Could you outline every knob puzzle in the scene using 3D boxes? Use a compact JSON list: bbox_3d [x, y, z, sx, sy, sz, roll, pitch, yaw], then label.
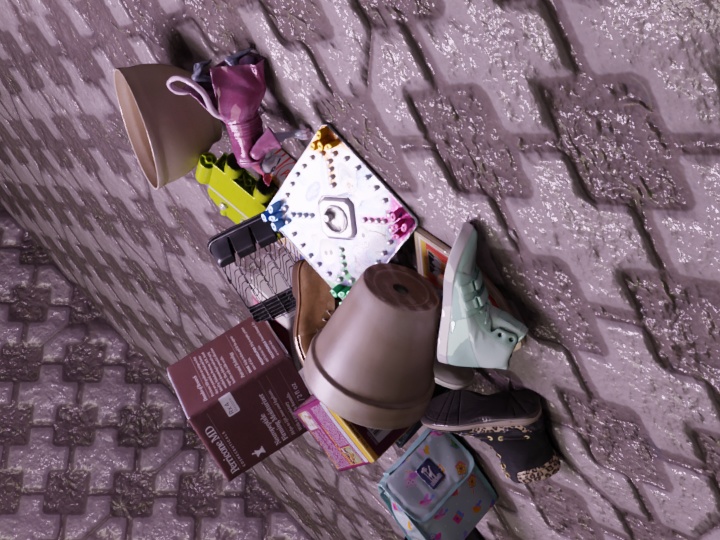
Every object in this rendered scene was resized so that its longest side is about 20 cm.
[{"bbox_3d":[0.149,0.053,1.454,0.219,0.030,0.221,41,156,23],"label":"knob puzzle"}]

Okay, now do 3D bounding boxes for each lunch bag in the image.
[{"bbox_3d":[0.131,0.393,1.842,0.121,0.170,0.202,18,145,54],"label":"lunch bag"}]

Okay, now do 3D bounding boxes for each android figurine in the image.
[{"bbox_3d":[-0.194,-0.119,1.683,0.181,0.041,0.200,40,156,-1],"label":"android figurine"}]

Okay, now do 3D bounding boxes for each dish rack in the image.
[{"bbox_3d":[-0.143,-0.003,1.660,0.201,0.151,0.055,64,-177,-49],"label":"dish rack"}]

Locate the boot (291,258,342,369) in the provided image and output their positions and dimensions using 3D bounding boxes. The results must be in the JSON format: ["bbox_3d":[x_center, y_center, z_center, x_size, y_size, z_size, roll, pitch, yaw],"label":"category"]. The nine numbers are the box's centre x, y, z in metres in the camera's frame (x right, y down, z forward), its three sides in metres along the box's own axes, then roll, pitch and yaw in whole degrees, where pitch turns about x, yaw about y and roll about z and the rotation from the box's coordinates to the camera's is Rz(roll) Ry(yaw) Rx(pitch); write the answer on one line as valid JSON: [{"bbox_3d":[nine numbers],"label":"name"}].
[{"bbox_3d":[-0.057,0.078,1.586,0.074,0.073,0.205,-12,83,39],"label":"boot"}]

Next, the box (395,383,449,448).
[{"bbox_3d":[0.051,0.164,1.709,0.200,0.117,0.197,44,158,12],"label":"box"}]

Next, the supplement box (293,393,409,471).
[{"bbox_3d":[-0.012,0.234,1.646,0.132,0.103,0.200,50,157,-1],"label":"supplement box"}]

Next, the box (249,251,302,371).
[{"bbox_3d":[-0.114,0.068,1.858,0.109,0.127,0.201,40,156,24],"label":"box"}]

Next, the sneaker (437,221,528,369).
[{"bbox_3d":[0.167,0.036,1.346,0.116,0.074,0.204,9,117,14],"label":"sneaker"}]

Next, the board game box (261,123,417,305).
[{"bbox_3d":[-0.037,-0.074,1.494,0.200,0.026,0.201,47,129,9],"label":"board game box"}]

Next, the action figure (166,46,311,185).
[{"bbox_3d":[-0.172,-0.216,1.510,0.133,0.148,0.204,7,120,51],"label":"action figure"}]

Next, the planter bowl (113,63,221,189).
[{"bbox_3d":[-0.307,-0.251,1.682,0.201,0.133,0.202,56,159,35],"label":"planter bowl"}]

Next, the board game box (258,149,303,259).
[{"bbox_3d":[-0.101,-0.090,1.689,0.151,0.046,0.201,43,157,20],"label":"board game box"}]

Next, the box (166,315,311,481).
[{"bbox_3d":[-0.200,0.216,1.780,0.164,0.198,0.168,46,165,55],"label":"box"}]

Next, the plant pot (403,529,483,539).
[{"bbox_3d":[0.172,0.623,2.129,0.176,0.201,0.200,38,158,-1],"label":"plant pot"}]

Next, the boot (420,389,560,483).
[{"bbox_3d":[0.200,0.253,1.558,0.197,0.074,0.152,-10,128,29],"label":"boot"}]

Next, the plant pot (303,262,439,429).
[{"bbox_3d":[0.033,0.093,1.466,0.199,0.198,0.176,37,123,28],"label":"plant pot"}]

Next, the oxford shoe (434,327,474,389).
[{"bbox_3d":[0.099,0.105,1.589,0.200,0.075,0.058,44,137,14],"label":"oxford shoe"}]
